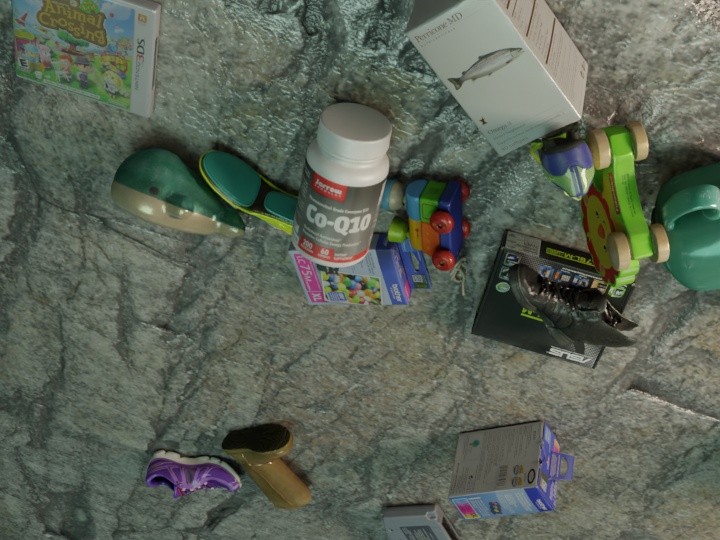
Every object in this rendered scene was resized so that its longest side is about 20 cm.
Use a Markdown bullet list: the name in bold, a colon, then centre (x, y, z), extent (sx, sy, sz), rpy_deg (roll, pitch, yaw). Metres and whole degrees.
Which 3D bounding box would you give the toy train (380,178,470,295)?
- **toy train**: centre (0.091, -0.044, 1.478), extent (0.115, 0.085, 0.201), rpy_deg (14, 138, 20)

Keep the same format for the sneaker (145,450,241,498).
- **sneaker**: centre (-0.334, 0.422, 2.079), extent (0.198, 0.084, 0.081), rpy_deg (5, 136, 12)

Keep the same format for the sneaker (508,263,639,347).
- **sneaker**: centre (0.297, 0.046, 1.450), extent (0.104, 0.060, 0.200), rpy_deg (-20, 128, 34)

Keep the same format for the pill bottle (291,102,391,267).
- **pill bottle**: centre (-0.025, -0.115, 1.403), extent (0.113, 0.114, 0.201), rpy_deg (15, 128, 2)

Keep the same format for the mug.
- **mug**: centre (0.424, -0.063, 1.292), extent (0.114, 0.153, 0.185), rpy_deg (-15, 126, 33)

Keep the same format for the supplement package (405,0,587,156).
- **supplement package**: centre (0.162, -0.256, 1.208), extent (0.116, 0.118, 0.200), rpy_deg (-23, 123, 36)

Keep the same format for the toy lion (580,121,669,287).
- **toy lion**: centre (0.317, -0.079, 1.318), extent (0.068, 0.192, 0.202), rpy_deg (-12, 94, -3)

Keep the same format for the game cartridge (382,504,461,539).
- **game cartridge**: centre (0.127, 0.535, 2.077), extent (0.132, 0.042, 0.201), rpy_deg (-6, 132, 29)

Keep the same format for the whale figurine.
- **whale figurine**: centre (-0.257, -0.110, 1.506), extent (0.199, 0.105, 0.159), rpy_deg (18, -177, -16)

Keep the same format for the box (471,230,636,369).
- **box**: centre (0.279, 0.046, 1.526), extent (0.198, 0.048, 0.194), rpy_deg (16, 134, 3)

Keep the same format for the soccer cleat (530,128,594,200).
- **soccer cleat**: centre (0.246, -0.126, 1.262), extent (0.064, 0.200, 0.084), rpy_deg (-16, 96, 9)

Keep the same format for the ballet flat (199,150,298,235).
- **ballet flat**: centre (-0.151, -0.102, 1.509), extent (0.199, 0.067, 0.067), rpy_deg (28, 155, -13)

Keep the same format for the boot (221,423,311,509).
- **boot**: centre (-0.151, 0.380, 1.995), extent (0.174, 0.066, 0.200), rpy_deg (-6, 132, 40)

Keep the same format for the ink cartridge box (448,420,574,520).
- **ink cartridge box**: centre (0.259, 0.337, 1.761), extent (0.199, 0.137, 0.076), rpy_deg (-16, 130, 31)

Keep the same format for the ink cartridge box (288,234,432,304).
- **ink cartridge box**: centre (0.000, 0.000, 1.578), extent (0.198, 0.042, 0.120), rpy_deg (-2, 134, 18)

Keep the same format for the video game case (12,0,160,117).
- **video game case**: centre (-0.370, -0.307, 1.399), extent (0.198, 0.022, 0.183), rpy_deg (18, 137, 0)
